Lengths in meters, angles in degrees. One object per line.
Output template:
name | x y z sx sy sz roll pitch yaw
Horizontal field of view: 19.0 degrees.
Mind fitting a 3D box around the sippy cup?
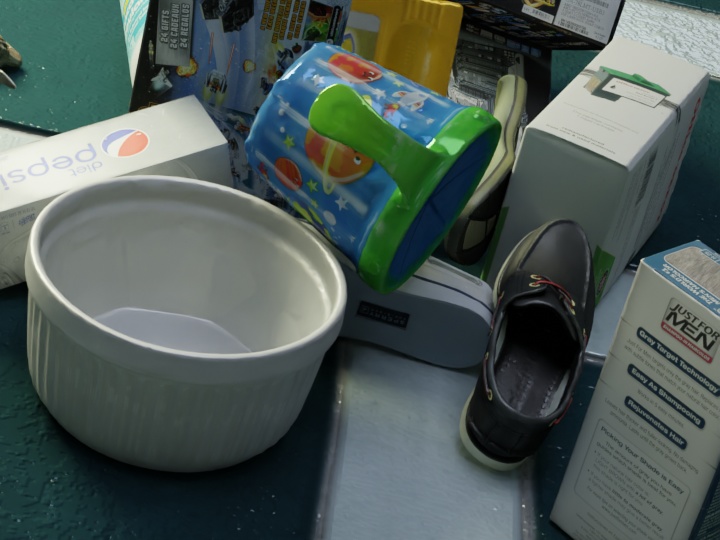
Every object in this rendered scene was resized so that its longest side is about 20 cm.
sippy cup | 0.001 -0.075 1.390 0.130 0.178 0.140 35 50 12

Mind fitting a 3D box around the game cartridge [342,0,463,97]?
game cartridge | -0.037 -0.130 1.577 0.199 0.177 0.032 11 1 -5

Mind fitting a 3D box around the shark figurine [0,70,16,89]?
shark figurine | -0.319 -0.080 1.442 0.090 0.214 0.128 55 5 -2

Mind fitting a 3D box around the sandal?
sandal | 0.081 -0.074 1.559 0.057 0.080 0.201 16 37 2

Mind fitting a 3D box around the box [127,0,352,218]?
box | -0.092 -0.121 1.506 0.137 0.200 0.040 11 27 -7

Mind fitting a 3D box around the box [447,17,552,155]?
box | 0.050 -0.142 1.683 0.200 0.050 0.158 20 43 -11

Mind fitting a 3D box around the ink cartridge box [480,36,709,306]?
ink cartridge box | 0.175 -0.068 1.586 0.084 0.146 0.200 24 32 14

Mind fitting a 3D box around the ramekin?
ramekin | -0.115 0.037 1.345 0.200 0.105 0.200 10 33 -6

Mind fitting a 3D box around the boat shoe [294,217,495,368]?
boat shoe | 0.002 -0.004 1.484 0.201 0.075 0.086 18 32 -1

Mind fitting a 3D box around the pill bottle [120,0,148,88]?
pill bottle | -0.132 -0.195 1.689 0.110 0.111 0.200 5 33 -15

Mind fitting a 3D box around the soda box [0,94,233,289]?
soda box | -0.188 -0.050 1.437 0.200 0.064 0.068 -19 41 -17

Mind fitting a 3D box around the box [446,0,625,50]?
box | 0.082 -0.230 1.724 0.198 0.050 0.200 20 -1 -19

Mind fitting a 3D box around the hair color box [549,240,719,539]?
hair color box | 0.192 0.094 1.292 0.060 0.200 0.100 -18 45 -41

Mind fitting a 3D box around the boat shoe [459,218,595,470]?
boat shoe | 0.121 0.038 1.422 0.074 0.063 0.202 27 50 -5

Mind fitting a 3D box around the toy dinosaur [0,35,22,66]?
toy dinosaur | -0.361 -0.200 1.667 0.199 0.048 0.088 4 40 -11
